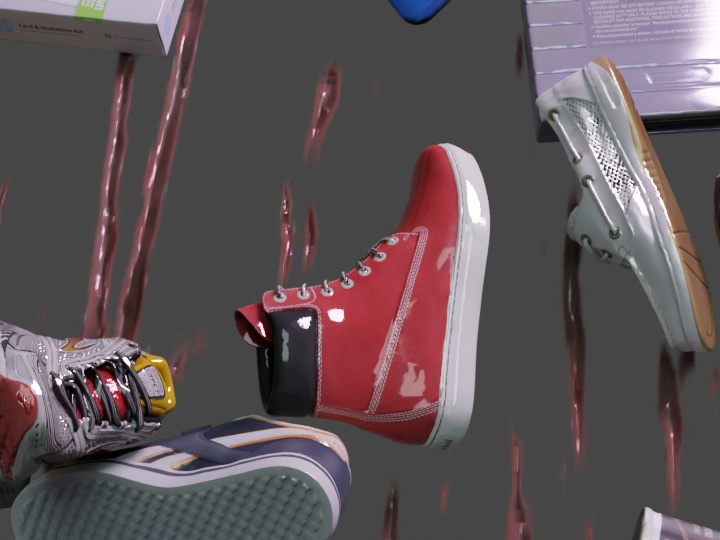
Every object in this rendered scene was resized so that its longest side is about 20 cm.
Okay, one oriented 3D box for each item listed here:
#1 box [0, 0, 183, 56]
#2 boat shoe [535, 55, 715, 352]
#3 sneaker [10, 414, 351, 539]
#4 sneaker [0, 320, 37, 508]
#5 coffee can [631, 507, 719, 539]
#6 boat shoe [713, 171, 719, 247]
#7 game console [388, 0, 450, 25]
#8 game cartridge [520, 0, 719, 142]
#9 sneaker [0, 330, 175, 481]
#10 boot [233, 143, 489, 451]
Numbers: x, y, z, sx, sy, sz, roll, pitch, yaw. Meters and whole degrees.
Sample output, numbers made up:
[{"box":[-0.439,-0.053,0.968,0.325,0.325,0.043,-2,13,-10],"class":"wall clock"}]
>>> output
[{"box":[-0.225,-0.243,0.982,0.197,0.041,0.158,8,62,7],"class":"box"},{"box":[0.165,-0.034,0.825,0.069,0.071,0.202,-24,69,19],"class":"boat shoe"},{"box":[-0.098,0.132,0.744,0.197,0.079,0.079,-6,14,16],"class":"sneaker"},{"box":[-0.292,0.083,0.790,0.197,0.075,0.107,5,56,-4],"class":"sneaker"},{"box":[0.216,0.215,0.630,0.197,0.147,0.148,15,62,12],"class":"coffee can"},{"box":[0.263,0.011,0.788,0.069,0.071,0.202,-13,62,-5],"class":"boat shoe"},{"box":[0.074,-0.296,1.004,0.169,0.119,0.201,-11,55,-39],"class":"game console"},{"box":[0.215,-0.153,0.905,0.197,0.039,0.131,-3,56,2],"class":"game cartridge"},{"box":[-0.152,0.064,0.711,0.081,0.200,0.079,-13,88,3],"class":"sneaker"},{"box":[0.000,0.000,0.789,0.142,0.073,0.202,13,62,-11],"class":"boot"}]
